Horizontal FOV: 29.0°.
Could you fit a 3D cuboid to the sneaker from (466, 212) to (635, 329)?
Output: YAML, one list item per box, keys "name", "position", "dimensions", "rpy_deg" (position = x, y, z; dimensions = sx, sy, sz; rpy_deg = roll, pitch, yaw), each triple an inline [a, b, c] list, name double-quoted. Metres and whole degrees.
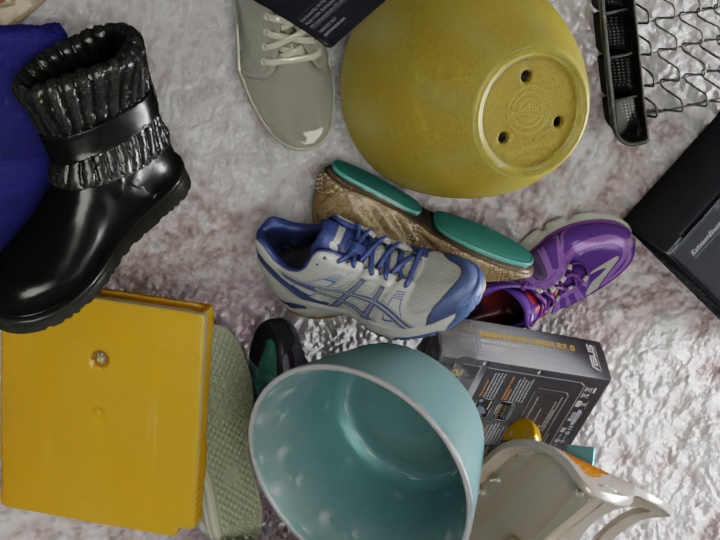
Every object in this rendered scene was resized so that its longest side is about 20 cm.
- name: "sneaker"
  position: [0.156, 0.019, 1.215]
  dimensions: [0.199, 0.083, 0.081]
  rpy_deg: [-25, 112, -6]

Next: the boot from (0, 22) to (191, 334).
- name: "boot"
  position: [-0.224, -0.071, 1.040]
  dimensions: [0.211, 0.079, 0.158]
  rpy_deg: [-51, 147, -26]

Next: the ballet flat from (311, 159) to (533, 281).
- name: "ballet flat"
  position: [0.048, -0.025, 1.178]
  dimensions: [0.199, 0.071, 0.066]
  rpy_deg: [26, 111, -3]

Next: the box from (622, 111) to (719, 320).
- name: "box"
  position: [0.359, -0.024, 1.240]
  dimensions: [0.200, 0.104, 0.148]
  rpy_deg: [42, 94, -22]

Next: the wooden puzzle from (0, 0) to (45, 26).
- name: "wooden puzzle"
  position: [-0.361, -0.215, 1.029]
  dimensions: [0.200, 0.046, 0.186]
  rpy_deg: [-39, 113, 1]

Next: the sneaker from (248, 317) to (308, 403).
- name: "sneaker"
  position: [-0.044, 0.123, 1.215]
  dimensions: [0.087, 0.074, 0.201]
  rpy_deg: [-15, 121, -23]

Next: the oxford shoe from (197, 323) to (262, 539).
- name: "oxford shoe"
  position: [-0.128, 0.145, 1.199]
  dimensions: [0.075, 0.058, 0.202]
  rpy_deg: [-16, 106, -38]

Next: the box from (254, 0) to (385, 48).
- name: "box"
  position: [-0.049, -0.305, 0.990]
  dimensions: [0.198, 0.123, 0.201]
  rpy_deg: [27, 62, -20]

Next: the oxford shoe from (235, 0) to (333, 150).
- name: "oxford shoe"
  position: [-0.062, -0.188, 1.099]
  dimensions: [0.075, 0.058, 0.201]
  rpy_deg: [-14, 112, -12]

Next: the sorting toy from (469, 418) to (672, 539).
- name: "sorting toy"
  position: [0.176, 0.223, 1.217]
  dimensions: [0.179, 0.107, 0.200]
  rpy_deg: [21, 127, -34]

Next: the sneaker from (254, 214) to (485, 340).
- name: "sneaker"
  position: [0.000, 0.000, 1.114]
  dimensions: [0.088, 0.199, 0.076]
  rpy_deg: [59, 43, -44]

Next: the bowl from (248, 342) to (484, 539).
- name: "bowl"
  position: [0.019, 0.139, 1.122]
  dimensions: [0.200, 0.105, 0.202]
  rpy_deg: [15, 123, 24]

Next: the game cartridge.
- name: "game cartridge"
  position: [-0.211, 0.113, 1.149]
  dimensions: [0.175, 0.032, 0.201]
  rpy_deg: [9, 109, 9]

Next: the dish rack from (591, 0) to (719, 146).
- name: "dish rack"
  position: [0.293, -0.204, 1.193]
  dimensions: [0.199, 0.055, 0.154]
  rpy_deg: [-14, 111, -10]

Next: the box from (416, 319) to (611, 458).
- name: "box"
  position: [0.106, 0.135, 1.218]
  dimensions: [0.157, 0.049, 0.201]
  rpy_deg: [10, 130, -16]

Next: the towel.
- name: "towel"
  position: [-0.298, -0.091, 1.061]
  dimensions: [0.147, 0.049, 0.201]
  rpy_deg: [-9, 119, -38]

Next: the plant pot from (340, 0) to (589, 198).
- name: "plant pot"
  position: [0.102, -0.140, 1.101]
  dimensions: [0.199, 0.142, 0.202]
  rpy_deg: [-9, 112, -22]
